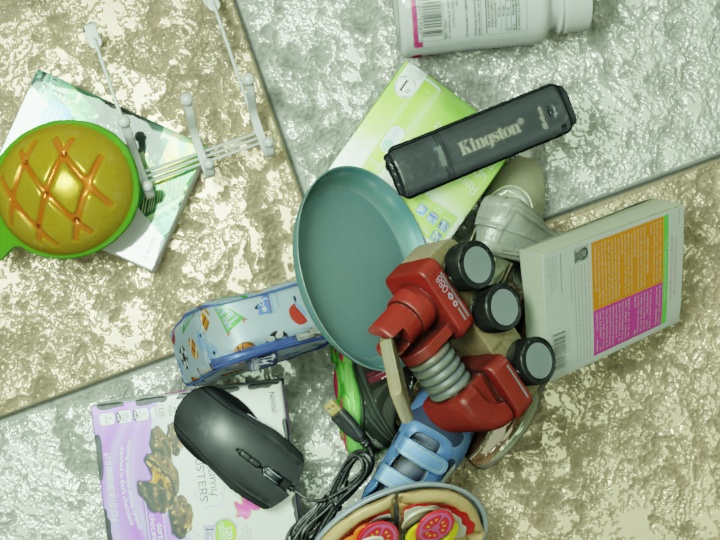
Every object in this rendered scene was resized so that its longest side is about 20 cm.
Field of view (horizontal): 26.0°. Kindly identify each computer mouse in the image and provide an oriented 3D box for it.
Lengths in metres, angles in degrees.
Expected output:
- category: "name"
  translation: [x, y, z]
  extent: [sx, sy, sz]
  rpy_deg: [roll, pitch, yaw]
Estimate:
- category: "computer mouse"
  translation: [-0.082, 0.171, 1.550]
  extent: [0.200, 0.046, 0.141]
  rpy_deg: [44, 89, 1]

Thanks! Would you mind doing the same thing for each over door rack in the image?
- category: "over door rack"
  translation: [-0.188, -0.190, 1.600]
  extent: [0.147, 0.067, 0.202]
  rpy_deg: [-19, 79, -12]

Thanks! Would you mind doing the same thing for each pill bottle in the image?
- category: "pill bottle"
  translation: [0.133, -0.285, 1.608]
  extent: [0.198, 0.113, 0.115]
  rpy_deg: [-6, 88, -1]

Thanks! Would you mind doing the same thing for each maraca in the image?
- category: "maraca"
  translation: [-0.315, -0.077, 1.566]
  extent: [0.198, 0.107, 0.139]
  rpy_deg: [-10, 90, 12]

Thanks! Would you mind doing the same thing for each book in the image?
- category: "book"
  translation: [0.246, 0.018, 1.567]
  extent: [0.199, 0.048, 0.135]
  rpy_deg: [-19, 112, -36]

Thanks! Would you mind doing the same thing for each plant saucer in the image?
- category: "plant saucer"
  translation: [0.000, 0.000, 1.497]
  extent: [0.027, 0.199, 0.202]
  rpy_deg: [-18, 88, 39]

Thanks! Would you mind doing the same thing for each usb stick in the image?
- category: "usb stick"
  translation: [0.119, -0.130, 1.556]
  extent: [0.198, 0.033, 0.056]
  rpy_deg: [-22, 84, -9]

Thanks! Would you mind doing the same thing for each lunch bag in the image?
- category: "lunch bag"
  translation: [-0.094, 0.059, 1.543]
  extent: [0.159, 0.200, 0.076]
  rpy_deg: [-13, 86, -24]

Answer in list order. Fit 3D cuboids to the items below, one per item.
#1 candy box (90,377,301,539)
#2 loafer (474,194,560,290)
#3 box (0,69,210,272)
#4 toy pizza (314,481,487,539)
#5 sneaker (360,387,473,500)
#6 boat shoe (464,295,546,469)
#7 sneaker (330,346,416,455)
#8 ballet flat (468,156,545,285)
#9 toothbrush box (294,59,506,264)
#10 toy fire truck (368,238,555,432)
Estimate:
- category: "candy box"
  translation: [-0.165, 0.207, 1.607]
  extent: [0.198, 0.072, 0.170]
  rpy_deg: [-8, 88, -2]
- category: "loafer"
  translation: [0.180, -0.009, 1.578]
  extent: [0.199, 0.070, 0.070]
  rpy_deg: [30, 76, -40]
- category: "box"
  translation: [-0.276, -0.103, 1.635]
  extent: [0.199, 0.036, 0.145]
  rpy_deg: [24, 88, -2]
- category: "toy pizza"
  translation: [0.038, 0.289, 1.563]
  extent: [0.199, 0.201, 0.032]
  rpy_deg: [-25, 45, -2]
- category: "sneaker"
  translation: [0.052, 0.204, 1.573]
  extent: [0.074, 0.082, 0.201]
  rpy_deg: [29, 113, 9]
- category: "boat shoe"
  translation: [0.153, 0.108, 1.612]
  extent: [0.071, 0.076, 0.201]
  rpy_deg: [31, 78, -11]
- category: "sneaker"
  translation: [0.015, 0.095, 1.603]
  extent: [0.083, 0.077, 0.202]
  rpy_deg: [-7, 116, -14]
- category: "ballet flat"
  translation: [0.141, -0.026, 1.623]
  extent: [0.069, 0.069, 0.201]
  rpy_deg: [23, 88, 0]
- category: "toothbrush box"
  translation: [0.046, -0.091, 1.614]
  extent: [0.145, 0.086, 0.201]
  rpy_deg: [36, 89, 0]
- category: "toy fire truck"
  translation: [0.076, 0.090, 1.455]
  extent: [0.200, 0.128, 0.177]
  rpy_deg: [-44, 109, -32]
